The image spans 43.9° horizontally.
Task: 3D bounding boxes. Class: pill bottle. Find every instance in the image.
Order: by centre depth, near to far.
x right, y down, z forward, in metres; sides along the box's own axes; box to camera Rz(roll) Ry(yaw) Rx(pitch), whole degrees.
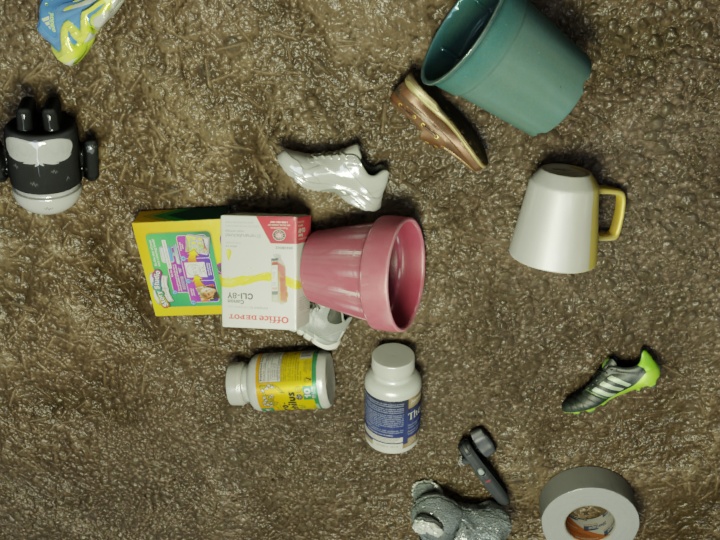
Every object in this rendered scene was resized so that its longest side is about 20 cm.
[{"bbox_3d":[0.063,0.245,1.731,0.110,0.111,0.201,3,121,5],"label":"pill bottle"},{"bbox_3d":[-0.156,0.216,1.740,0.199,0.113,0.113,-4,120,8],"label":"pill bottle"}]

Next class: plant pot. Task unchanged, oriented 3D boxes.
[{"bbox_3d":[0.228,-0.316,1.350,0.195,0.201,0.200,29,119,-19],"label":"plant pot"},{"bbox_3d":[0.000,0.000,1.562,0.178,0.200,0.201,5,122,21],"label":"plant pot"}]

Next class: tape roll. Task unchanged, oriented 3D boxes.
[{"bbox_3d":[0.474,0.504,1.860,0.199,0.066,0.201,3,119,5],"label":"tape roll"}]

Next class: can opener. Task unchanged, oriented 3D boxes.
[{"bbox_3d":[0.258,0.412,1.833,0.078,0.064,0.201,-22,115,18],"label":"can opener"}]

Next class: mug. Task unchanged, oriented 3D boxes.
[{"bbox_3d":[0.343,-0.099,1.505,0.149,0.186,0.154,19,117,33],"label":"mug"}]

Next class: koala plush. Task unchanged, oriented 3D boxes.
[{"bbox_3d":[0.189,0.527,1.853,0.199,0.178,0.184,33,114,-7],"label":"koala plush"}]

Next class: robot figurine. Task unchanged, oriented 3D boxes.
[{"bbox_3d":[-0.546,-0.196,1.544,0.150,0.125,0.201,19,124,23],"label":"robot figurine"}]

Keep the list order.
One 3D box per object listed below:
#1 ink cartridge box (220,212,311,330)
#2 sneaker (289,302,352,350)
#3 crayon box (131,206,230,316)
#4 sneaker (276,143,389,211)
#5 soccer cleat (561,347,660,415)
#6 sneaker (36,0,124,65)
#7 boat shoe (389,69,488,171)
[{"bbox_3d":[-0.167,0.001,1.583,0.144,0.083,0.201,2,97,14],"label":"ink cartridge box"},{"bbox_3d":[-0.104,0.062,1.675,0.199,0.075,0.116,26,115,-20],"label":"sneaker"},{"bbox_3d":[-0.313,-0.015,1.657,0.171,0.058,0.201,-2,119,9],"label":"crayon box"},{"bbox_3d":[-0.042,-0.180,1.527,0.199,0.078,0.100,18,114,-14],"label":"sneaker"},{"bbox_3d":[0.467,0.210,1.698,0.199,0.068,0.081,-27,96,19],"label":"soccer cleat"},{"bbox_3d":[-0.452,-0.424,1.426,0.105,0.076,0.200,40,118,-15],"label":"sneaker"},{"bbox_3d":[0.130,-0.237,1.471,0.200,0.072,0.067,45,121,-12],"label":"boat shoe"}]
